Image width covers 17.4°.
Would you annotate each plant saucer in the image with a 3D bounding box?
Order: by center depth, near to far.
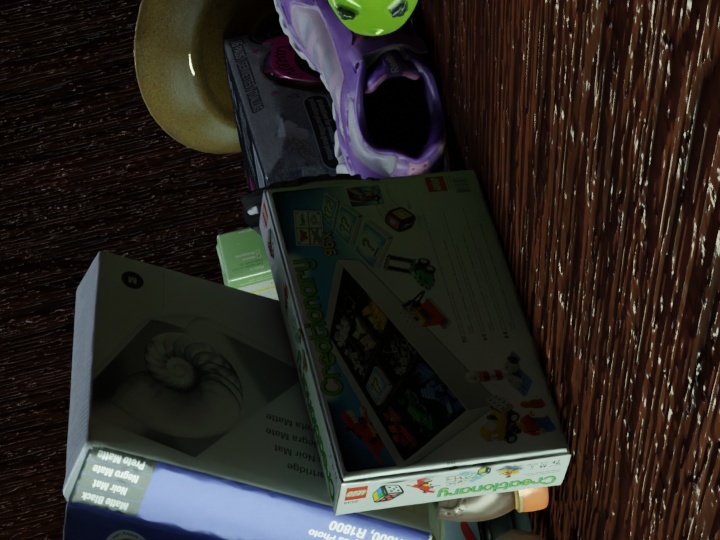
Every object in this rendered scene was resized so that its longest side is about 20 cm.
[{"bbox_3d":[-0.073,-0.175,1.709,0.035,0.200,0.201,30,140,44],"label":"plant saucer"}]

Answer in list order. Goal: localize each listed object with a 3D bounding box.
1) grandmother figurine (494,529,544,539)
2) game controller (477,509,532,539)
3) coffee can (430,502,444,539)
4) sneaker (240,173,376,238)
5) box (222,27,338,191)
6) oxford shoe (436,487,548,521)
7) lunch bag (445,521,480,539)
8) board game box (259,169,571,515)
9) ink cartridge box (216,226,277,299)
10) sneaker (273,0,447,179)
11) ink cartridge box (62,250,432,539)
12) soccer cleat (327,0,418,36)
[{"bbox_3d":[0.057,0.243,1.357,0.121,0.201,0.061,25,171,27],"label":"grandmother figurine"},{"bbox_3d":[0.080,0.143,1.468,0.104,0.042,0.201,-116,14,-71],"label":"game controller"},{"bbox_3d":[-0.023,0.168,1.356,0.201,0.145,0.147,-86,-11,-53],"label":"coffee can"},{"bbox_3d":[0.000,0.000,1.406,0.200,0.074,0.080,34,-127,-48],"label":"sneaker"},{"bbox_3d":[-0.018,-0.074,1.622,0.200,0.114,0.133,-111,10,-56],"label":"box"},{"bbox_3d":[0.051,0.048,1.354,0.071,0.072,0.201,84,172,-65],"label":"oxford shoe"},{"bbox_3d":[0.032,0.160,1.628,0.200,0.123,0.171,68,-172,-67],"label":"lunch bag"},{"bbox_3d":[0.026,0.034,1.273,0.035,0.125,0.201,101,159,-50],"label":"board game box"},{"bbox_3d":[-0.036,0.010,1.887,0.200,0.145,0.048,87,168,-67],"label":"ink cartridge box"},{"bbox_3d":[0.006,-0.130,1.430,0.088,0.080,0.201,117,135,-76],"label":"sneaker"},{"bbox_3d":[-0.058,0.094,1.246,0.201,0.198,0.041,-94,27,-44],"label":"ink cartridge box"},{"bbox_3d":[0.003,-0.225,1.307,0.081,0.067,0.201,-81,-13,-49],"label":"soccer cleat"}]
